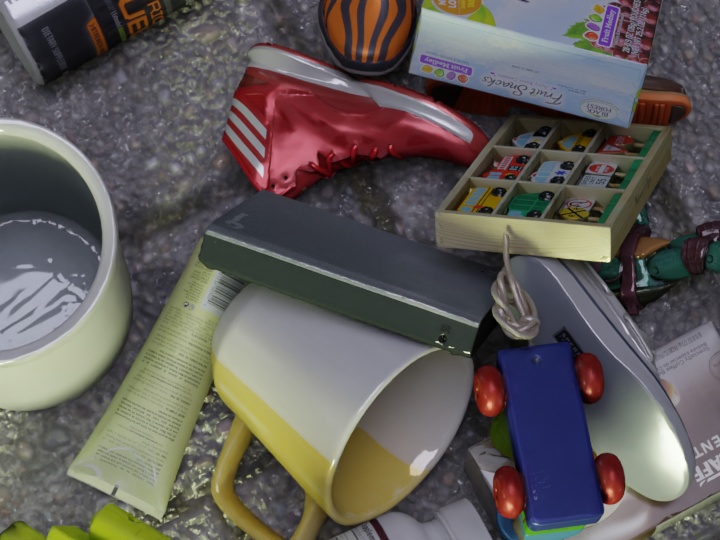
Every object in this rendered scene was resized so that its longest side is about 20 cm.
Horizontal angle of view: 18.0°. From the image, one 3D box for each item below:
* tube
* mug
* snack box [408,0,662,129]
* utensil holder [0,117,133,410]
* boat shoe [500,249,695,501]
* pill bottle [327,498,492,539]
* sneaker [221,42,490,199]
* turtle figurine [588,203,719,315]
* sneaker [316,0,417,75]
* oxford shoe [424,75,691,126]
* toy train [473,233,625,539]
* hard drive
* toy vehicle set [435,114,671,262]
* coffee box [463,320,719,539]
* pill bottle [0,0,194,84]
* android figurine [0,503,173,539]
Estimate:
[{"bbox_3d":[-0.138,0.074,1.658,0.058,0.052,0.201,15,77,44],"label":"tube"},{"bbox_3d":[-0.037,0.089,1.600,0.153,0.150,0.187,35,73,28],"label":"mug"},{"bbox_3d":[0.138,-0.206,1.680,0.168,0.068,0.200,15,43,5],"label":"snack box"},{"bbox_3d":[-0.246,0.003,1.594,0.169,0.200,0.171,0,76,-1],"label":"utensil holder"},{"bbox_3d":[0.175,0.062,1.566,0.065,0.073,0.200,-34,94,-48],"label":"boat shoe"},{"bbox_3d":[0.001,0.238,1.576,0.199,0.113,0.113,-24,76,-7],"label":"pill bottle"},{"bbox_3d":[-0.010,-0.085,1.696,0.199,0.078,0.116,20,84,18],"label":"sneaker"},{"bbox_3d":[0.198,-0.019,1.658,0.199,0.150,0.101,-3,117,18],"label":"turtle figurine"},{"bbox_3d":[0.012,-0.247,1.684,0.077,0.112,0.201,6,55,-1],"label":"sneaker"},{"bbox_3d":[0.152,-0.153,1.709,0.199,0.071,0.073,10,70,3],"label":"oxford shoe"},{"bbox_3d":[0.113,0.088,1.541,0.084,0.116,0.201,-6,68,-9],"label":"toy train"},{"bbox_3d":[0.000,0.000,1.588,0.199,0.140,0.033,19,107,10],"label":"hard drive"},{"bbox_3d":[0.140,-0.061,1.613,0.124,0.200,0.027,5,115,18],"label":"toy vehicle set"},{"bbox_3d":[0.188,0.136,1.622,0.200,0.080,0.115,-27,76,-7],"label":"coffee box"},{"bbox_3d":[-0.181,-0.232,1.709,0.200,0.106,0.106,-31,77,-8],"label":"pill bottle"},{"bbox_3d":[-0.182,0.259,1.570,0.200,0.041,0.183,26,95,26],"label":"android figurine"}]
